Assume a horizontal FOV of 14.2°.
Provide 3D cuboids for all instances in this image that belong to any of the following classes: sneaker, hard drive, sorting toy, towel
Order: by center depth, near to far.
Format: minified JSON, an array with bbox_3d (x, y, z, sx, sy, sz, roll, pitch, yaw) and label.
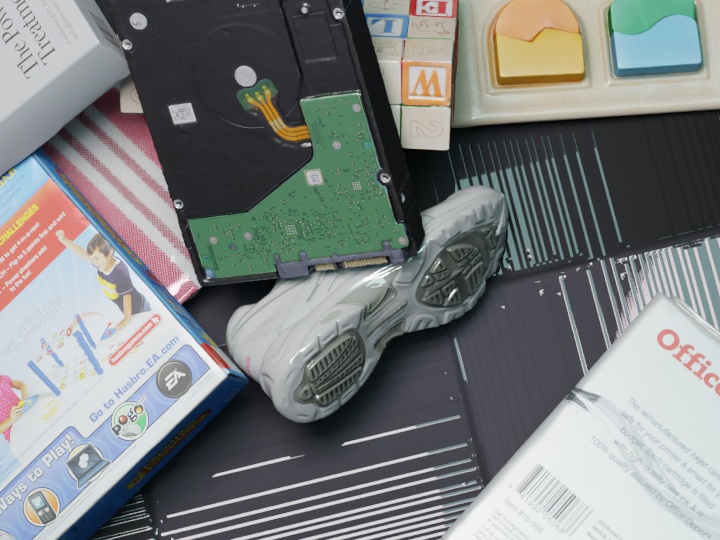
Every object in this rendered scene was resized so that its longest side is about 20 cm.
[{"bbox_3d":[-0.053,-0.091,1.653,0.139,0.038,0.201,-7,117,20],"label":"hard drive"},{"bbox_3d":[0.000,0.000,1.728,0.200,0.078,0.099,-34,48,-24],"label":"sneaker"},{"bbox_3d":[-0.134,-0.047,1.775,0.200,0.030,0.146,-43,77,-11],"label":"towel"},{"bbox_3d":[0.139,-0.185,1.794,0.199,0.036,0.186,-5,75,1],"label":"sorting toy"}]

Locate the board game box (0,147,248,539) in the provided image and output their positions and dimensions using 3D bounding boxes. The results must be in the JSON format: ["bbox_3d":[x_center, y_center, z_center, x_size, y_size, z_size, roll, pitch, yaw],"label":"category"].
[{"bbox_3d":[-0.204,0.060,1.710,0.200,0.056,0.196,-43,77,4],"label":"board game box"}]

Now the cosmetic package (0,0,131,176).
[{"bbox_3d":[-0.243,-0.151,1.714,0.151,0.052,0.200,-39,61,10],"label":"cosmetic package"}]

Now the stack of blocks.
[{"bbox_3d":[-0.042,-0.129,1.721,0.199,0.059,0.115,3,33,3],"label":"stack of blocks"}]

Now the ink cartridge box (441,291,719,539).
[{"bbox_3d":[0.165,0.136,1.683,0.147,0.083,0.200,41,81,12],"label":"ink cartridge box"}]
